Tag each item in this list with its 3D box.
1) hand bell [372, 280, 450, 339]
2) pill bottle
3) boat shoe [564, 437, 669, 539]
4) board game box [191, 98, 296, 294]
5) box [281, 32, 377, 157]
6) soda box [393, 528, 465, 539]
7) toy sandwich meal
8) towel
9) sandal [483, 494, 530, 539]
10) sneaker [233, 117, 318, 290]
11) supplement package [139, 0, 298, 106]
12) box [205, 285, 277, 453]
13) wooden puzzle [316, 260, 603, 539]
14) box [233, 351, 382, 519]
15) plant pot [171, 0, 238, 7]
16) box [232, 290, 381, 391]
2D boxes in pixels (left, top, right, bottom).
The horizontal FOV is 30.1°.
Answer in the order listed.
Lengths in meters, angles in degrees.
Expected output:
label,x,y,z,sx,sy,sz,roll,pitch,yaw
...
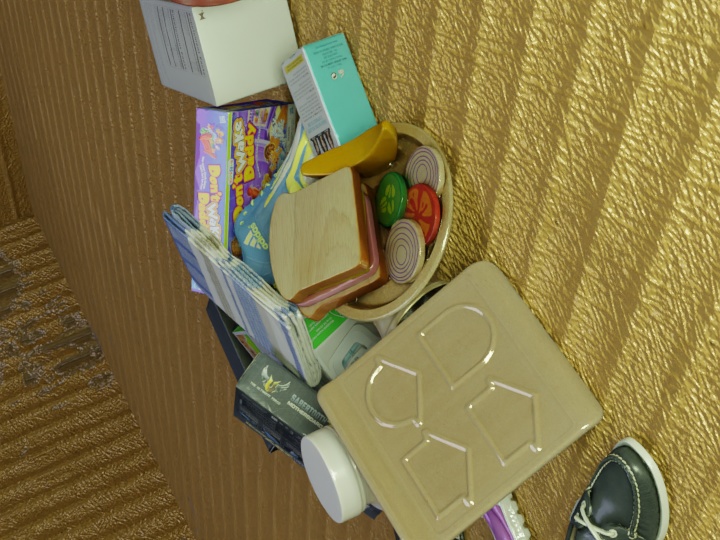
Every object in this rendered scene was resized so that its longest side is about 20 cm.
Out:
label,x,y,z,sx,sy,sz,roll,pitch,yaw
hand bell,0.000,0.000,1.309,0.200,0.103,0.105,41,149,33
pill bottle,0.049,0.154,1.247,0.113,0.198,0.113,52,156,35
boat shoe,0.205,0.218,1.105,0.076,0.060,0.202,50,154,41
board game box,-0.130,-0.083,1.492,0.044,0.134,0.203,11,106,28
box,-0.014,-0.129,1.344,0.203,0.049,0.082,69,161,-3
soda box,0.095,0.377,1.575,0.071,0.063,0.203,35,142,57
toy sandwich meal,-0.002,-0.048,1.225,0.203,0.070,0.209,-16,67,43
towel,-0.117,0.026,1.356,0.199,0.024,0.148,39,160,28
sandal,0.116,0.227,1.374,0.204,0.049,0.083,57,158,30
sneaker,-0.086,-0.076,1.416,0.076,0.103,0.203,38,-125,-70
supplement package,-0.158,-0.263,1.493,0.200,0.112,0.111,30,137,62
box,-0.089,0.102,1.658,0.202,0.140,0.079,65,160,11
wooden puzzle,0.084,0.118,1.151,0.186,0.199,0.046,55,-175,31
box,-0.043,0.178,1.411,0.199,0.051,0.158,36,162,6
plant pot,-0.152,-0.374,1.271,0.201,0.199,0.197,50,163,41
box,-0.026,0.101,1.476,0.177,0.097,0.199,54,159,-12
